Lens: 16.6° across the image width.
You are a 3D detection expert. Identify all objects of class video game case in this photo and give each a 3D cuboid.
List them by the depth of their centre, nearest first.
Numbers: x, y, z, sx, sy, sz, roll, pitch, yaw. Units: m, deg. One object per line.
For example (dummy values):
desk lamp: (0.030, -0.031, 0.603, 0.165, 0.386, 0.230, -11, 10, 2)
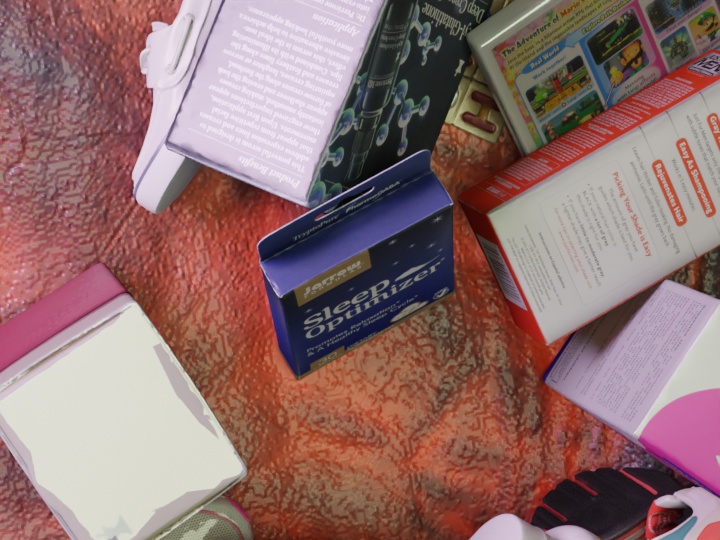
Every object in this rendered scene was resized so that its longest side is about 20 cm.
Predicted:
video game case: (0.181, -0.139, 1.590, 0.200, 0.024, 0.182, -35, 131, -6)

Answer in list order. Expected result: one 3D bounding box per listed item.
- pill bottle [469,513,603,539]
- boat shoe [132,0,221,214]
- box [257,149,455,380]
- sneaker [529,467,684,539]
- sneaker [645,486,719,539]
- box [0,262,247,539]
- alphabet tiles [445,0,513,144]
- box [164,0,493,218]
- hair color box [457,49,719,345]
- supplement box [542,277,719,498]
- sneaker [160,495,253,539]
pill bottle: (0.152, 0.233, 1.548, 0.200, 0.109, 0.109, 33, 89, -20)
boat shoe: (-0.105, -0.135, 1.553, 0.065, 0.074, 0.201, 26, 90, 6)
box: (0.000, 0.000, 1.523, 0.121, 0.200, 0.032, -29, 70, -7)
sneaker: (0.136, 0.208, 1.647, 0.200, 0.074, 0.087, -35, 126, -10)
sneaker: (0.238, 0.155, 1.606, 0.093, 0.200, 0.071, 9, 110, 14)
box: (-0.157, 0.084, 1.491, 0.109, 0.200, 0.128, -34, 102, -6)
alphabet tiles: (0.084, -0.194, 1.612, 0.167, 0.008, 0.201, 23, 90, -14)
box: (-0.011, -0.138, 1.508, 0.107, 0.148, 0.201, 24, 94, 23)
hair color box: (0.173, -0.048, 1.569, 0.200, 0.061, 0.102, -29, 109, -9)
supplement box: (0.207, 0.071, 1.568, 0.101, 0.200, 0.104, 34, 88, -13)
sneaker: (-0.142, 0.226, 1.567, 0.200, 0.088, 0.081, -46, 103, -4)
